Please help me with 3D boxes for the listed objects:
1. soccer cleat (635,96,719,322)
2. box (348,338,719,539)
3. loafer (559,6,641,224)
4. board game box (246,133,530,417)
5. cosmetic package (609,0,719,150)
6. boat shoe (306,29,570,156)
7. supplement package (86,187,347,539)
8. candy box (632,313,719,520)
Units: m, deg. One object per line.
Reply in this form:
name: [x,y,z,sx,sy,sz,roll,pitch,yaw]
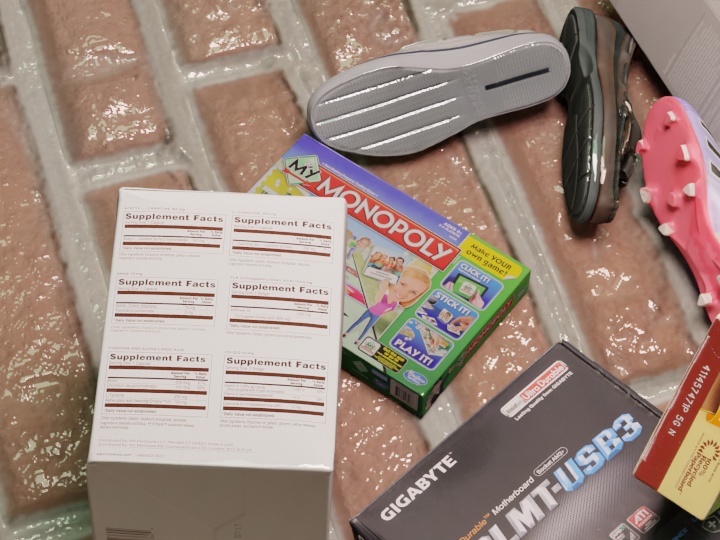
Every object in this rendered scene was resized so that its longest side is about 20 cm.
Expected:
soccer cleat: [0.256,-0.033,1.563,0.076,0.067,0.201,-1,58,-33]
box: [0.131,0.164,1.403,0.200,0.050,0.198,-37,56,-22]
loafer: [0.183,-0.114,1.620,0.063,0.072,0.201,10,50,-11]
board game box: [0.000,0.000,1.551,0.200,0.029,0.135,31,59,19]
cosmetic package: [0.273,-0.177,1.643,0.106,0.090,0.201,-7,55,-33]
boat shoe: [0.054,-0.133,1.634,0.199,0.074,0.067,-10,22,-11]
supplement package: [-0.087,0.085,1.384,0.146,0.192,0.201,3,53,-1]
candy box: [0.246,0.071,1.367,0.055,0.116,0.200,33,22,18]
